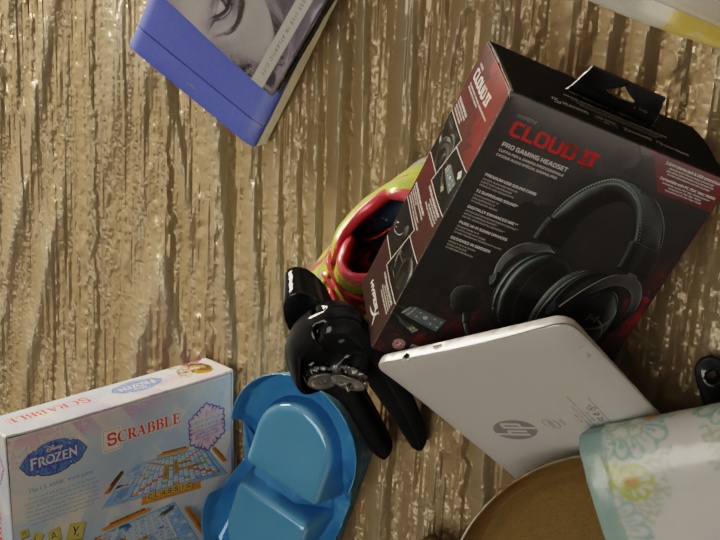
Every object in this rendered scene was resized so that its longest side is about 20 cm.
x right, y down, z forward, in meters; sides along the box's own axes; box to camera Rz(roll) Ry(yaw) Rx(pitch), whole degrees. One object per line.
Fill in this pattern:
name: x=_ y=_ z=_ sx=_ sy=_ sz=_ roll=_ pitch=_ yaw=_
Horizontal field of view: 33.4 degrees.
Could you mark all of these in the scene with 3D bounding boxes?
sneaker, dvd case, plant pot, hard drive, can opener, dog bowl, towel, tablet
sneaker: x=0.000 y=0.000 z=0.821 sx=0.078 sy=0.090 sz=0.201 roll=42 pitch=121 yaw=13
dvd case: x=-0.094 y=-0.241 z=0.821 sx=0.200 sy=0.016 sz=0.149 roll=43 pitch=121 yaw=12
plant pot: x=0.152 y=0.210 z=0.782 sx=0.198 sy=0.028 sz=0.202 roll=0 pitch=102 yaw=0
hard drive: x=-0.078 y=-0.208 z=0.848 sx=0.132 sy=0.025 sz=0.201 roll=39 pitch=119 yaw=16
can opener: x=0.005 y=0.074 z=0.802 sx=0.063 sy=0.079 sz=0.200 roll=-11 pitch=142 yaw=19
dog bowl: x=-0.053 y=0.162 z=0.918 sx=0.111 sy=0.049 sz=0.202 roll=29 pitch=117 yaw=21
towel: x=0.237 y=0.169 z=0.709 sx=0.170 sy=0.048 sz=0.202 roll=-16 pitch=104 yaw=22
tablet: x=0.115 y=0.090 z=0.743 sx=0.129 sy=0.200 sz=0.014 roll=-15 pitch=51 yaw=32

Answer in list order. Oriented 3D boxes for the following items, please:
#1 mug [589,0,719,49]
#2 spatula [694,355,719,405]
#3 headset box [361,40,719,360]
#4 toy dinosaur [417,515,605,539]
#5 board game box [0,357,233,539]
mug: x=0.193 y=-0.206 z=0.643 sx=0.149 sy=0.185 sz=0.154 roll=34 pitch=107 yaw=53
spatula: x=0.250 y=0.149 z=0.752 sx=0.056 sy=0.021 sz=0.202 roll=-21 pitch=87 yaw=5
headset box: x=0.109 y=-0.029 z=0.717 sx=0.148 sy=0.077 sz=0.201 roll=19 pitch=119 yaw=-17
toy dinosaur: x=0.117 y=0.208 z=0.824 sx=0.199 sy=0.058 sz=0.102 roll=-20 pitch=95 yaw=35
board game box: x=-0.184 y=0.187 z=0.914 sx=0.041 sy=0.199 sz=0.202 roll=17 pitch=111 yaw=43
